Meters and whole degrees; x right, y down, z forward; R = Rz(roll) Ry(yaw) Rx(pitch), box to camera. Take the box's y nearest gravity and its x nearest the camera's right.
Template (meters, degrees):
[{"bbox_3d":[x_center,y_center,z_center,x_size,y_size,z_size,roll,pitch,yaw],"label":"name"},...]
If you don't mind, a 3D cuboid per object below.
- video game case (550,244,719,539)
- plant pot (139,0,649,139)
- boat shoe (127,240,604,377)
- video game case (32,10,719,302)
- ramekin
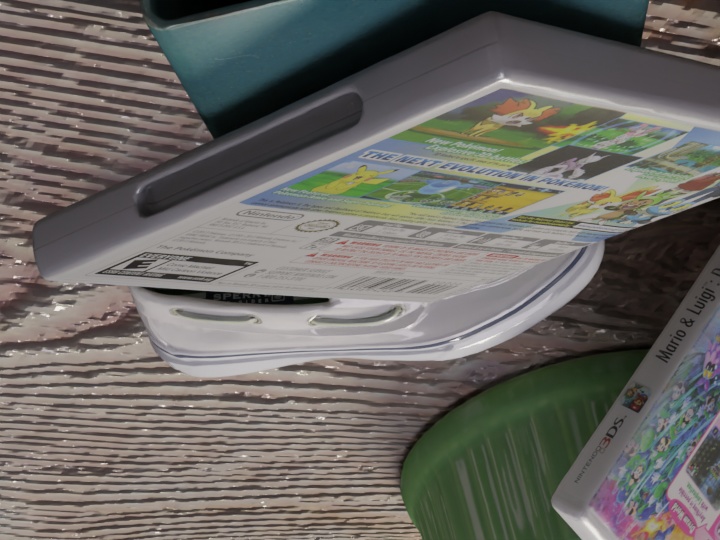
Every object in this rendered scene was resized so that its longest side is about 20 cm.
[{"bbox_3d":[0.180,0.079,0.984,0.183,0.024,0.200,-54,138,-12],"label":"video game case"},{"bbox_3d":[0.008,-0.103,0.668,0.140,0.142,0.200,-12,158,1],"label":"plant pot"},{"bbox_3d":[0.000,0.000,0.882,0.199,0.074,0.067,-16,151,9],"label":"boat shoe"},{"bbox_3d":[0.030,-0.027,0.673,0.182,0.022,0.199,-21,164,36],"label":"video game case"},{"bbox_3d":[0.126,0.134,1.110,0.198,0.098,0.201,-8,148,-5],"label":"ramekin"}]
